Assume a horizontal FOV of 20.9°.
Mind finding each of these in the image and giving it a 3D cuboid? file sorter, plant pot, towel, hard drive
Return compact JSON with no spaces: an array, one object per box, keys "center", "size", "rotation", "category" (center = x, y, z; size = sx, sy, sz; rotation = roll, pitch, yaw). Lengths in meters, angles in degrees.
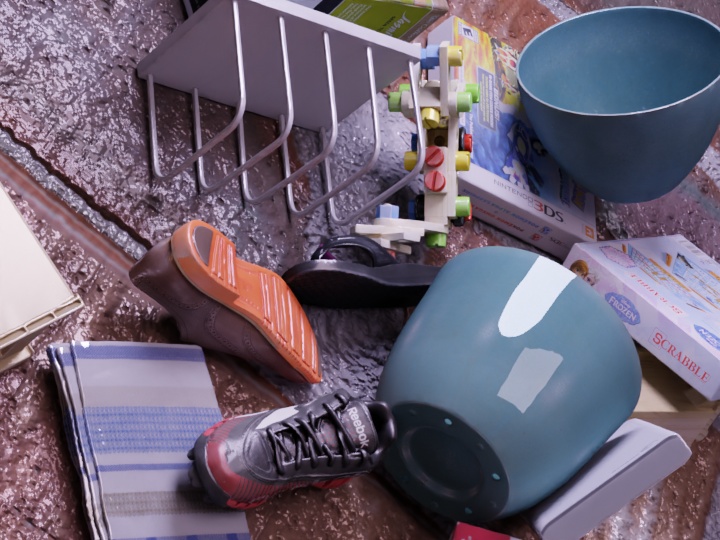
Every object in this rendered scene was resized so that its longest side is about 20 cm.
[{"center":[-0.062,-0.128,1.625],"size":[0.200,0.139,0.125],"rotation":[14,58,-37],"category":"file sorter"},{"center":[0.103,0.107,1.588],"size":[0.201,0.201,0.161],"rotation":[49,51,-7],"category":"plant pot"},{"center":[-0.153,0.145,1.444],"size":[0.147,0.024,0.200],"rotation":[3,64,-45],"category":"towel"},{"center":[0.193,0.172,1.591],"size":[0.027,0.132,0.200],"rotation":[54,-1,0],"category":"hard drive"},{"center":[0.253,-0.144,1.850],"size":[0.200,0.200,0.135],"rotation":[-59,147,-47],"category":"plant pot"}]

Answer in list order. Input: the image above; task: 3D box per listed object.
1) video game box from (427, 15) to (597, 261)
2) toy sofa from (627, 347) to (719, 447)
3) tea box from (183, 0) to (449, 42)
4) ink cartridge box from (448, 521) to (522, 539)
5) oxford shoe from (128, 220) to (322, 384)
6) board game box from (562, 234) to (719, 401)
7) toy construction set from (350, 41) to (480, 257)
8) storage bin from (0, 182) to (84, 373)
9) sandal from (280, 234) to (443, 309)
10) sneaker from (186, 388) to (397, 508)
[{"center":[0.147,-0.126,1.889],"size":[0.182,0.047,0.200],"rotation":[26,49,-33],"category":"video game box"},{"center":[0.238,0.119,1.796],"size":[0.200,0.098,0.083],"rotation":[4,37,-42],"category":"toy sofa"},{"center":[-0.056,-0.292,1.741],"size":[0.197,0.134,0.200],"rotation":[1,63,-43],"category":"tea box"},{"center":[0.149,0.298,1.519],"size":[0.200,0.086,0.148],"rotation":[14,47,0],"category":"ink cartridge box"},{"center":[-0.102,0.034,1.540],"size":[0.200,0.073,0.071],"rotation":[45,28,-38],"category":"oxford shoe"},{"center":[0.319,0.040,1.863],"size":[0.200,0.041,0.199],"rotation":[42,27,30],"category":"board game box"},{"center":[0.059,-0.096,1.716],"size":[0.092,0.131,0.200],"rotation":[15,87,10],"category":"toy construction set"},{"center":[-0.326,-0.006,1.330],"size":[0.199,0.094,0.200],"rotation":[-30,86,-48],"category":"storage bin"},{"center":[0.000,0.000,1.648],"size":[0.200,0.075,0.048],"rotation":[5,65,-52],"category":"sandal"},{"center":[-0.044,0.131,1.479],"size":[0.200,0.098,0.071],"rotation":[-4,71,-53],"category":"sneaker"}]
